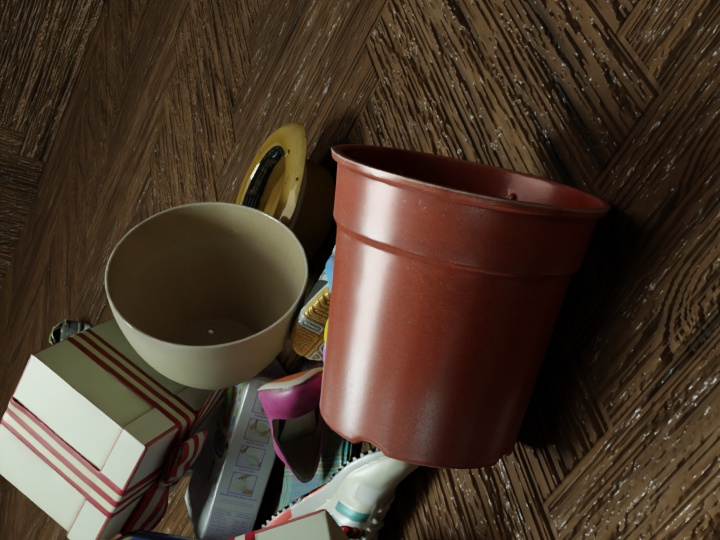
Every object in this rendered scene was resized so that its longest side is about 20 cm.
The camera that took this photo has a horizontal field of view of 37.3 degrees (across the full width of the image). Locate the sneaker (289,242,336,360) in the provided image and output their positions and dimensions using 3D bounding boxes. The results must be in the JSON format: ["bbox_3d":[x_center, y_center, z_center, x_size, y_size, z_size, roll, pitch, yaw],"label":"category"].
[{"bbox_3d":[0.000,0.000,1.038,0.200,0.076,0.088,-52,25,20],"label":"sneaker"}]

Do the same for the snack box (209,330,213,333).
[{"bbox_3d":[-0.142,0.016,1.303,0.072,0.024,0.200,-35,29,53],"label":"snack box"}]

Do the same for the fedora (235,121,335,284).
[{"bbox_3d":[-0.084,-0.068,1.226,0.201,0.082,0.201,-43,37,46],"label":"fedora"}]

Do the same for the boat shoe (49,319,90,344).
[{"bbox_3d":[-0.626,0.137,2.266,0.202,0.060,0.072,-13,65,62],"label":"boat shoe"}]

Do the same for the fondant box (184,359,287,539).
[{"bbox_3d":[-0.139,0.199,1.210,0.144,0.058,0.200,-144,70,-71],"label":"fondant box"}]

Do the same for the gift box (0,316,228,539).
[{"bbox_3d":[-0.261,0.171,1.180,0.200,0.187,0.185,-33,-24,-58],"label":"gift box"}]

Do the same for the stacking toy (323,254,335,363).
[{"bbox_3d":[0.004,0.072,0.964,0.200,0.110,0.116,125,134,-56],"label":"stacking toy"}]

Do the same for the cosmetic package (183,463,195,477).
[{"bbox_3d":[-0.232,0.158,1.353,0.103,0.087,0.201,-22,66,46],"label":"cosmetic package"}]

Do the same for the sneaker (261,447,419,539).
[{"bbox_3d":[0.000,0.220,0.937,0.200,0.070,0.094,-40,75,31],"label":"sneaker"}]

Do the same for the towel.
[{"bbox_3d":[-0.043,0.180,1.081,0.147,0.022,0.201,-23,56,59],"label":"towel"}]

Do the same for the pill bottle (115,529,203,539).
[{"bbox_3d":[-0.169,0.331,1.087,0.200,0.112,0.112,-1,74,35],"label":"pill bottle"}]

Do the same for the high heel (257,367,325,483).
[{"bbox_3d":[-0.050,0.145,0.972,0.200,0.067,0.096,106,146,-80],"label":"high heel"}]

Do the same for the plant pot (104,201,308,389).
[{"bbox_3d":[-0.154,0.045,1.101,0.135,0.200,0.201,94,169,-46],"label":"plant pot"}]

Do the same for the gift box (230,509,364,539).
[{"bbox_3d":[-0.067,0.308,0.826,0.200,0.184,0.187,70,-175,-52],"label":"gift box"}]

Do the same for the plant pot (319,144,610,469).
[{"bbox_3d":[0.058,0.025,0.774,0.201,0.200,0.196,-143,62,-63],"label":"plant pot"}]
